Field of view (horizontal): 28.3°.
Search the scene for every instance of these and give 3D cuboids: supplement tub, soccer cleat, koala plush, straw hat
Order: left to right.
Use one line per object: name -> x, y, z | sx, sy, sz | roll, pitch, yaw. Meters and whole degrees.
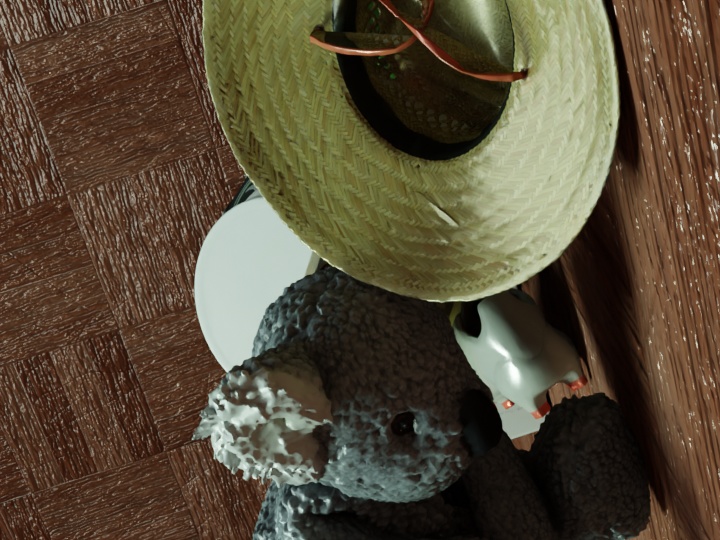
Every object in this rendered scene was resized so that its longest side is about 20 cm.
supplement tub -> 0.000, 0.000, 0.918 | 0.199, 0.144, 0.147 | -20, -86, -58
koala plush -> 0.008, 0.077, 0.651 | 0.182, 0.178, 0.201 | 12, 139, 37
straw hat -> 0.034, -0.097, 0.568 | 0.085, 0.199, 0.203 | -37, -64, -48
soccer cleat -> 0.086, 0.045, 0.879 | 0.078, 0.069, 0.200 | 55, 172, 0

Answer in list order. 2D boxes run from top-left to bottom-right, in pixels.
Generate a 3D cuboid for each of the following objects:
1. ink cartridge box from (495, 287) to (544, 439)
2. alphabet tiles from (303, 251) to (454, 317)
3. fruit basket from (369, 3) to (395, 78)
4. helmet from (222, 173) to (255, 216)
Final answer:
ink cartridge box -> 0.092, 0.055, 1.089 | 0.116, 0.066, 0.202 | -108, 2, -74
alphabet tiles -> 0.014, 0.014, 0.766 | 0.199, 0.007, 0.169 | -19, -48, -59
fruit basket -> -0.001, -0.121, 0.844 | 0.187, 0.093, 0.200 | 60, -169, 4
helmet -> -0.001, -0.049, 1.211 | 0.201, 0.190, 0.200 | 52, -177, -3
